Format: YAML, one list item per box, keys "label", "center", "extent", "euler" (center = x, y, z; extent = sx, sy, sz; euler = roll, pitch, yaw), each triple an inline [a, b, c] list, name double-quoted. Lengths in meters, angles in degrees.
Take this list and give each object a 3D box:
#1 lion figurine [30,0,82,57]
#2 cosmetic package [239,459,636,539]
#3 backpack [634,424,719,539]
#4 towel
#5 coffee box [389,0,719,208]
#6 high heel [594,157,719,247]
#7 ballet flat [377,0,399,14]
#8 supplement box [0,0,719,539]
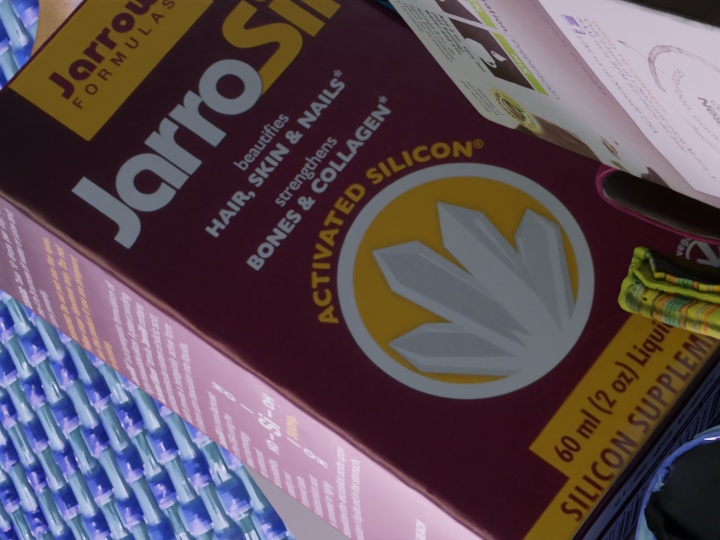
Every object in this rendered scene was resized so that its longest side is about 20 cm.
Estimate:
- label: "lion figurine"
  center: [-0.098, -0.071, 0.933]
  extent: [0.122, 0.072, 0.200]
  euler: [47, 126, 42]
- label: "cosmetic package"
  center: [0.014, 0.049, 0.801]
  extent: [0.200, 0.090, 0.107]
  euler: [50, 165, 21]
- label: "backpack"
  center: [0.163, 0.111, 0.617]
  extent: [0.200, 0.135, 0.183]
  euler: [20, 123, 46]
- label: "towel"
  center: [0.125, 0.015, 0.568]
  extent: [0.200, 0.086, 0.018]
  euler: [-159, 77, -78]
- label: "coffee box"
  center: [0.097, -0.076, 0.577]
  extent: [0.080, 0.113, 0.200]
  euler: [49, 169, -31]
- label: "high heel"
  center: [0.151, -0.002, 0.603]
  extent: [0.200, 0.096, 0.067]
  euler: [27, 136, 45]
- label: "ballet flat"
  center: [0.007, -0.083, 0.785]
  extent: [0.200, 0.067, 0.070]
  euler: [29, 146, 44]
- label: "supplement box"
  center: [0.000, 0.000, 0.719]
  extent: [0.200, 0.110, 0.086]
  euler: [34, 161, 15]
